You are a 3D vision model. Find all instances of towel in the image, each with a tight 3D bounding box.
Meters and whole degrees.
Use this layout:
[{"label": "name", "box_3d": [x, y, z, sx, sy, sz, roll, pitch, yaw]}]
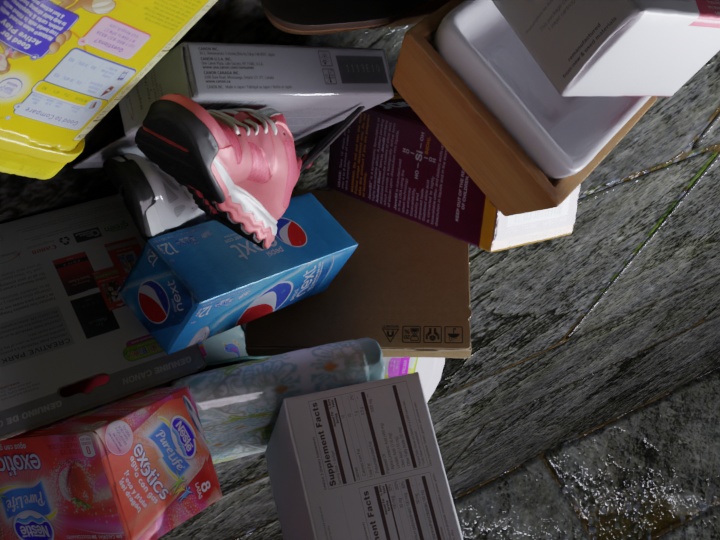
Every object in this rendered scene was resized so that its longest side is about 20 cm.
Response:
[{"label": "towel", "box_3d": [-0.076, 0.116, 0.968, 0.171, 0.048, 0.200, -14, 162, -15]}]

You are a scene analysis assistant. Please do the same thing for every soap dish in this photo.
[{"label": "soap dish", "box_3d": [0.124, -0.141, 0.839, 0.081, 0.157, 0.200, -40, -179, 45]}]

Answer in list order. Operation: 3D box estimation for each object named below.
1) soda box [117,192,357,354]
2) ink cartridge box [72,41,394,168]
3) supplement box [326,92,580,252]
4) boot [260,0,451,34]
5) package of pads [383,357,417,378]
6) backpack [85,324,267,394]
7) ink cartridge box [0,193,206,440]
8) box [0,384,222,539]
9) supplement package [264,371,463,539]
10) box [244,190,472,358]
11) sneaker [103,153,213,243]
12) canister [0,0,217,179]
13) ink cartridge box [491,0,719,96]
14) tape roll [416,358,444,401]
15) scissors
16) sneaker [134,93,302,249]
[{"label": "soda box", "box_3d": [-0.095, -0.002, 0.917, 0.200, 0.068, 0.064, -22, 155, -51]}, {"label": "ink cartridge box", "box_3d": [-0.102, -0.127, 0.881, 0.200, 0.044, 0.173, -9, 175, -44]}, {"label": "supplement box", "box_3d": [0.078, -0.091, 0.967, 0.110, 0.200, 0.086, -11, 116, -42]}, {"label": "boot", "box_3d": [0.011, -0.199, 0.834, 0.199, 0.074, 0.075, -22, 164, -30]}, {"label": "package of pads", "box_3d": [0.039, 0.011, 1.168, 0.068, 0.201, 0.155, 8, 157, 3]}, {"label": "backpack", "box_3d": [-0.210, 0.085, 1.049, 0.200, 0.154, 0.176, -18, 163, -45]}, {"label": "ink cartridge box", "box_3d": [-0.249, 0.051, 0.895, 0.199, 0.176, 0.084, -17, 155, -29]}, {"label": "box", "box_3d": [-0.217, 0.154, 0.867, 0.199, 0.095, 0.103, -11, -172, 37]}, {"label": "supplement package", "box_3d": [-0.004, 0.190, 0.922, 0.110, 0.156, 0.200, -10, 162, -13]}, {"label": "box", "box_3d": [0.000, 0.000, 1.022, 0.199, 0.164, 0.021, 0, 152, 3]}, {"label": "sneaker", "box_3d": [-0.131, -0.073, 0.905, 0.115, 0.076, 0.201, -29, 174, -4]}, {"label": "canister", "box_3d": [-0.173, -0.155, 0.662, 0.200, 0.087, 0.148, -40, 157, 20]}, {"label": "ink cartridge box", "box_3d": [0.150, -0.220, 0.783, 0.145, 0.200, 0.085, -8, 151, -44]}, {"label": "tape roll", "box_3d": [0.003, 0.110, 1.369, 0.202, 0.071, 0.203, -15, 120, -27]}, {"label": "scissors", "box_3d": [-0.053, -0.081, 0.953, 0.073, 0.014, 0.200, -59, -163, -24]}, {"label": "sneaker", "box_3d": [-0.092, -0.089, 0.797, 0.087, 0.074, 0.200, -57, 162, -9]}]
